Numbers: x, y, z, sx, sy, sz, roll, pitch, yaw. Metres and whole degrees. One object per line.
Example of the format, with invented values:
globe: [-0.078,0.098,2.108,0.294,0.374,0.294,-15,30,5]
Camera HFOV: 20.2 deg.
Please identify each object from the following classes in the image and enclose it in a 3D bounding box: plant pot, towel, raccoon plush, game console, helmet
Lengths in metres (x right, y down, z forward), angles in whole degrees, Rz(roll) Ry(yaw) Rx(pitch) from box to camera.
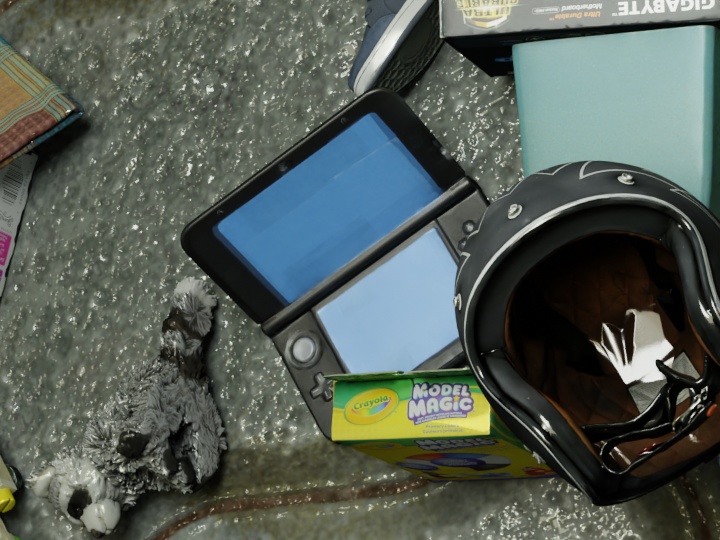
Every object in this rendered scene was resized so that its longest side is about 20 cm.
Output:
plant pot: [0.195,-0.053,1.396,0.141,0.141,0.200,-3,86,25]
towel: [-0.337,-0.138,1.678,0.147,0.022,0.200,-37,46,-17]
raccoon plush: [-0.176,0.114,1.573,0.134,0.097,0.200,-17,39,34]
game console: [0.000,0.000,1.481,0.200,0.116,0.176,-36,64,13]
helmet: [0.152,0.028,1.243,0.200,0.200,0.191,-37,68,12]

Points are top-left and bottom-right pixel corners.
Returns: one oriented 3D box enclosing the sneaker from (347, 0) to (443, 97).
sneaker: [0.008,-0.236,1.555,0.146,0.077,0.202,27,79,17]

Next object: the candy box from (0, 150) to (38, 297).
candy box: [-0.363,-0.019,1.689,0.136,0.061,0.200,8,80,26]

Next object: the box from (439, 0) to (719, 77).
box: [0.169,-0.176,1.407,0.200,0.159,0.046,-2,85,16]

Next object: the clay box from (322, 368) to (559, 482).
clay box: [0.062,0.106,1.375,0.115,0.200,0.048,-5,74,25]

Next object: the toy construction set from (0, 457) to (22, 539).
toy construction set: [-0.346,0.177,1.618,0.131,0.092,0.200,-40,74,11]

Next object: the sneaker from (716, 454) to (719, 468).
sneaker: [0.264,0.137,1.282,0.075,0.088,0.200,-24,66,20]
